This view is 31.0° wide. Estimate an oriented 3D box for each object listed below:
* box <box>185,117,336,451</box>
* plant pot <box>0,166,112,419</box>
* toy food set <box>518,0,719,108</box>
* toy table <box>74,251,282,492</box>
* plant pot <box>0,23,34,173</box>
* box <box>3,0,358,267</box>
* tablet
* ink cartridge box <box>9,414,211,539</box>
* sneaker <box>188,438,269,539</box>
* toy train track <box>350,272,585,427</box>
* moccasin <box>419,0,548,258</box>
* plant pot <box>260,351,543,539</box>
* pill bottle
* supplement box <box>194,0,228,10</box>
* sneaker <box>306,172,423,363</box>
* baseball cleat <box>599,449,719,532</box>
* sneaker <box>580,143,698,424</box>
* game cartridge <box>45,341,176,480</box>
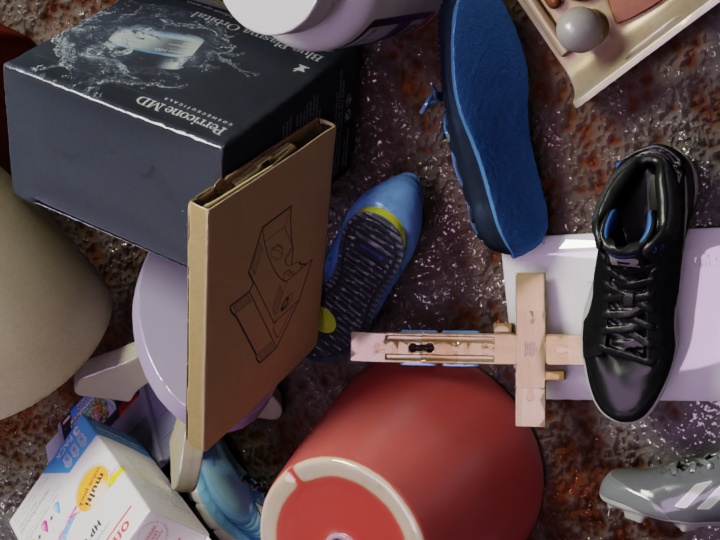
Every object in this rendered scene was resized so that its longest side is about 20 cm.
[{"bbox_3d":[-0.072,0.008,0.945,0.021,0.163,0.203,20,125,23],"label":"box"},{"bbox_3d":[-0.319,-0.016,1.016,0.185,0.188,0.202,-1,131,27],"label":"plant pot"},{"bbox_3d":[0.152,-0.237,0.909,0.143,0.060,0.201,-36,86,30],"label":"toy food set"},{"bbox_3d":[-0.136,0.071,1.080,0.181,0.202,0.118,18,134,-13],"label":"toy table"},{"bbox_3d":[-0.402,-0.155,1.148,0.198,0.176,0.202,25,113,20],"label":"plant pot"},{"bbox_3d":[-0.132,-0.115,0.994,0.194,0.200,0.119,21,129,20],"label":"box"},{"bbox_3d":[0.205,0.036,0.980,0.197,0.014,0.132,-2,102,28],"label":"tablet"},{"bbox_3d":[-0.198,0.218,1.042,0.116,0.068,0.200,-56,39,2],"label":"ink cartridge box"},{"bbox_3d":[-0.076,0.217,1.151,0.090,0.078,0.201,-38,88,10],"label":"sneaker"},{"bbox_3d":[0.091,0.061,1.007,0.197,0.033,0.117,0,87,13],"label":"toy train track"},{"bbox_3d":[0.083,-0.107,0.966,0.068,0.080,0.203,12,115,58],"label":"moccasin"},{"bbox_3d":[0.023,0.183,1.018,0.198,0.177,0.204,8,107,25],"label":"plant pot"},{"bbox_3d":[-0.017,-0.215,0.921,0.110,0.200,0.113,7,106,25],"label":"pill bottle"},{"bbox_3d":[-0.140,-0.316,0.967,0.197,0.134,0.203,19,92,22],"label":"supplement box"},{"bbox_3d":[0.000,0.000,1.056,0.065,0.079,0.201,33,135,1],"label":"sneaker"},{"bbox_3d":[0.276,0.142,0.948,0.197,0.070,0.108,4,99,16],"label":"baseball cleat"},{"bbox_3d":[0.184,0.011,0.906,0.072,0.112,0.204,10,94,23],"label":"sneaker"},{"bbox_3d":[-0.221,0.157,1.185,0.200,0.038,0.131,-45,53,29],"label":"game cartridge"}]
